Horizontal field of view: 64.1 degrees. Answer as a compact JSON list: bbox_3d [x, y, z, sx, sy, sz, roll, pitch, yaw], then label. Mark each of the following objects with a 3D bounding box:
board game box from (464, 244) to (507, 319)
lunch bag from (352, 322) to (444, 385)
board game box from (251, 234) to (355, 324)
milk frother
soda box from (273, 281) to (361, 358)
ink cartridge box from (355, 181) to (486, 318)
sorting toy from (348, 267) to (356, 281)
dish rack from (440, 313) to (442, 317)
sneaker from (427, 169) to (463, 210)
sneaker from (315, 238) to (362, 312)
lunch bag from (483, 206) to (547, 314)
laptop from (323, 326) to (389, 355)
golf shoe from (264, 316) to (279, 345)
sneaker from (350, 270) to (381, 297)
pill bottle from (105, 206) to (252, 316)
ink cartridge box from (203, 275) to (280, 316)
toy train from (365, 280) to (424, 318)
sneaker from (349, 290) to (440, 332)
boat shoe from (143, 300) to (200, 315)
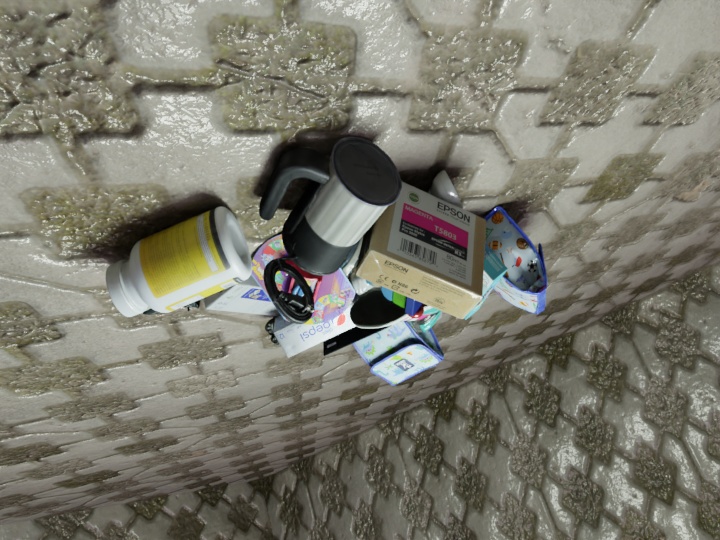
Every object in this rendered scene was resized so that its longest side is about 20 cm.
[{"bbox_3d":[0.214,-0.003,1.210,0.046,0.152,0.202,-32,161,-20],"label":"board game box"},{"bbox_3d":[0.087,0.171,1.403,0.168,0.202,0.128,-32,-170,31],"label":"lunch bag"},{"bbox_3d":[-0.106,0.030,1.019,0.154,0.039,0.203,-22,120,18],"label":"board game box"},{"bbox_3d":[-0.047,-0.053,0.826,0.175,0.206,0.188,1,150,-33],"label":"milk frother"},{"bbox_3d":[-0.078,0.098,1.174,0.195,0.064,0.070,-26,114,6],"label":"soda box"},{"bbox_3d":[0.102,-0.039,0.929,0.194,0.169,0.076,21,143,-11],"label":"ink cartridge box"},{"bbox_3d":[0.000,0.000,1.203,0.180,0.038,0.200,-24,161,7],"label":"sorting toy"},{"bbox_3d":[0.141,0.115,1.557,0.166,0.045,0.201,-21,157,-2],"label":"dish rack"},{"bbox_3d":[0.123,-0.098,1.036,0.112,0.076,0.201,-25,158,2],"label":"sneaker"},{"bbox_3d":[-0.066,-0.012,1.057,0.085,0.078,0.201,34,111,-15],"label":"sneaker"},{"bbox_3d":[0.326,-0.010,1.223,0.123,0.202,0.170,-37,155,2],"label":"lunch bag"},{"bbox_3d":[0.012,0.104,1.291,0.173,0.107,0.199,-25,168,18],"label":"laptop"},{"bbox_3d":[-0.112,0.094,1.258,0.193,0.081,0.095,-14,-166,7],"label":"golf shoe"},{"bbox_3d":[0.065,0.022,1.167,0.079,0.072,0.198,-34,157,27],"label":"sneaker"},{"bbox_3d":[-0.267,-0.007,0.849,0.194,0.115,0.112,-21,158,2],"label":"pill bottle"},{"bbox_3d":[-0.200,0.046,1.121,0.098,0.040,0.197,-34,153,28],"label":"ink cartridge box"},{"bbox_3d":[0.101,-0.017,1.037,0.200,0.113,0.087,-47,152,-39],"label":"toy train"},{"bbox_3d":[0.081,0.079,1.134,0.193,0.086,0.121,-16,152,6],"label":"sneaker"},{"bbox_3d":[-0.280,0.031,0.956,0.196,0.075,0.067,-33,120,8],"label":"boat shoe"}]
